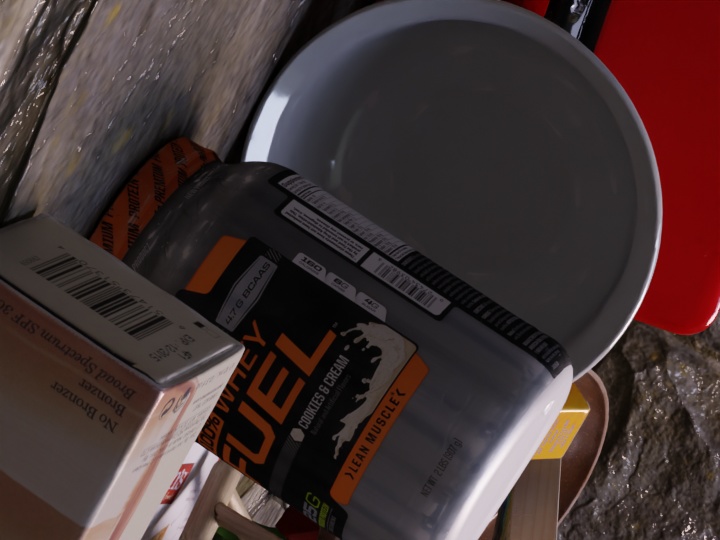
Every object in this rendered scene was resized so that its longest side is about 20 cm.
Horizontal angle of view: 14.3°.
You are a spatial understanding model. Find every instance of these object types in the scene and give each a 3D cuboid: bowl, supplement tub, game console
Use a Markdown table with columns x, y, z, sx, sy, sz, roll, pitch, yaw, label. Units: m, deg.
| x | y | z | sx | sy | sz | roll | pitch | yaw | label |
| --- | --- | --- | --- | --- | --- | --- | --- | --- | --- |
| 0.050 | -0.036 | 1.353 | 0.201 | 0.201 | 0.090 | -60 | 171 | 17 | bowl |
| -0.020 | 0.035 | 1.228 | 0.123 | 0.200 | 0.123 | -54 | 169 | -15 | supplement tub |
| 0.123 | -0.094 | 1.464 | 0.172 | 0.119 | 0.200 | 41 | -64 | 57 | game console |

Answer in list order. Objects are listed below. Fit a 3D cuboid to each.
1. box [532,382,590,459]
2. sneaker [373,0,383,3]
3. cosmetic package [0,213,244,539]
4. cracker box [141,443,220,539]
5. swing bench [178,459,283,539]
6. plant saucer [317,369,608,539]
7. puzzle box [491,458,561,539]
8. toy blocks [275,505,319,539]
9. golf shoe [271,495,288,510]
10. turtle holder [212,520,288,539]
| x | y | z | sx | sy | sz | roll | pitch | yaw | label |
| --- | --- | --- | --- | --- | --- | --- | --- | --- | --- |
| 0.001 | 0.042 | 1.404 | 0.200 | 0.119 | 0.041 | -1 | 132 | -31 | box |
| 0.048 | -0.118 | 1.415 | 0.074 | 0.087 | 0.200 | -46 | 165 | -54 | sneaker |
| -0.142 | 0.091 | 1.097 | 0.200 | 0.103 | 0.087 | -62 | 168 | 19 | cosmetic package |
| -0.146 | 0.153 | 1.405 | 0.200 | 0.058 | 0.134 | -58 | 169 | 3 | cracker box |
| -0.058 | 0.240 | 1.401 | 0.200 | 0.130 | 0.199 | -49 | 144 | -21 | swing bench |
| 0.048 | 0.119 | 1.544 | 0.200 | 0.034 | 0.200 | -31 | 146 | -24 | plant saucer |
| 0.079 | 0.182 | 1.514 | 0.133 | 0.025 | 0.200 | -83 | -179 | -47 | puzzle box |
| 0.019 | 0.100 | 1.595 | 0.137 | 0.100 | 0.200 | -26 | 155 | -50 | toy blocks |
| 0.019 | 0.107 | 1.988 | 0.078 | 0.097 | 0.200 | -42 | 161 | -52 | golf shoe |
| -0.102 | 0.207 | 1.583 | 0.141 | 0.132 | 0.186 | -59 | 170 | 11 | turtle holder |
